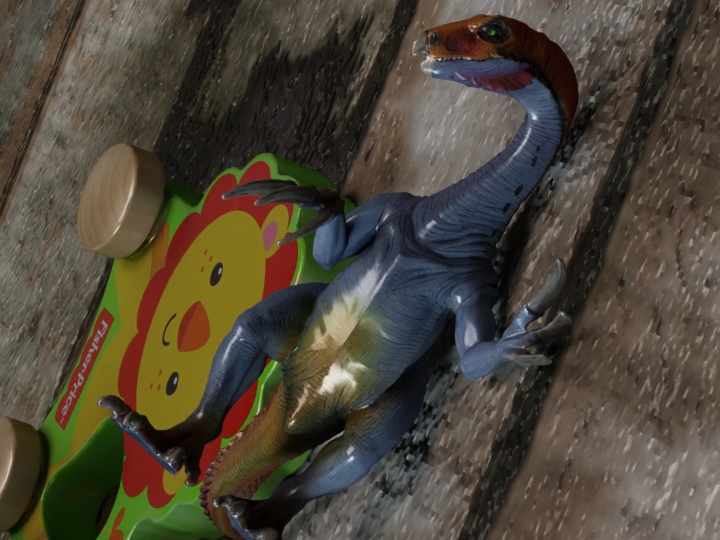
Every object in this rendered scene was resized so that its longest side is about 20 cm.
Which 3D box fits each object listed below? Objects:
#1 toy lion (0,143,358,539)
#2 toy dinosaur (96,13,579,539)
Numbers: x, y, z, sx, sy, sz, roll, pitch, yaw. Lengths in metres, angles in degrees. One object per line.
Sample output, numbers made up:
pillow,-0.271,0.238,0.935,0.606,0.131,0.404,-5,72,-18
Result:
toy lion,-0.070,0.045,1.112,0.200,0.069,0.192,-65,28,9
toy dinosaur,0.000,0.000,0.945,0.182,0.105,0.200,-49,6,-9
